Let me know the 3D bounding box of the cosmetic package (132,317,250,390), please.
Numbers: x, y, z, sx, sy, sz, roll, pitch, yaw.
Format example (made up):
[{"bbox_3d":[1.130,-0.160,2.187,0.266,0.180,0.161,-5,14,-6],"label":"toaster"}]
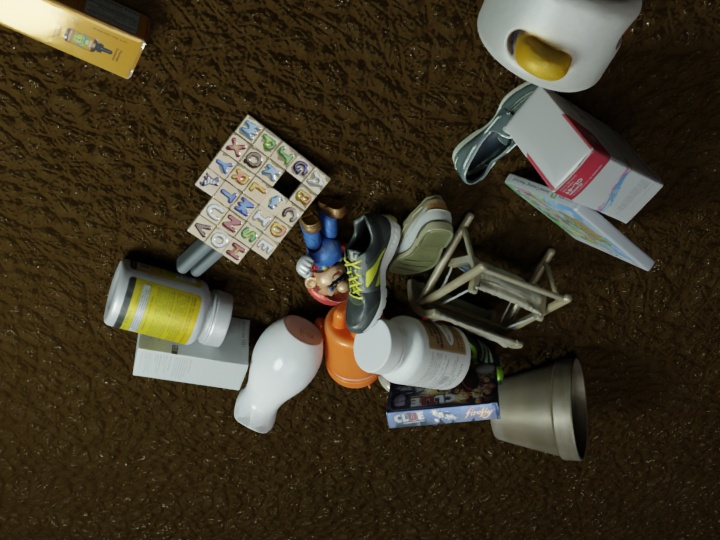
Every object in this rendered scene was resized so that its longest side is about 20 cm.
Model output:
[{"bbox_3d":[-0.302,0.137,1.529,0.197,0.114,0.082,8,135,-16],"label":"cosmetic package"}]

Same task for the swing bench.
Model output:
[{"bbox_3d":[0.217,0.038,1.466,0.197,0.131,0.201,19,130,-25],"label":"swing bench"}]

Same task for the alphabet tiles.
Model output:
[{"bbox_3d":[-0.168,-0.111,1.299,0.166,0.008,0.201,35,102,-27],"label":"alphabet tiles"}]

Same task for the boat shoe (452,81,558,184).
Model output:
[{"bbox_3d":[0.220,-0.203,1.267,0.072,0.062,0.199,32,123,-29],"label":"boat shoe"}]

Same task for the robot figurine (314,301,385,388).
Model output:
[{"bbox_3d":[-0.011,0.134,1.553,0.141,0.118,0.202,-4,135,-5],"label":"robot figurine"}]

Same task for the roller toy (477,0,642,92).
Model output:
[{"bbox_3d":[0.245,-0.318,1.063,0.180,0.202,0.141,-7,142,-29],"label":"roller toy"}]

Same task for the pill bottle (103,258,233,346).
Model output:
[{"bbox_3d":[-0.324,0.060,1.445,0.197,0.115,0.115,17,132,-21],"label":"pill bottle"}]

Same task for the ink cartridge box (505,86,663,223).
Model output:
[{"bbox_3d":[0.321,-0.163,1.216,0.198,0.149,0.086,16,125,-43],"label":"ink cartridge box"}]

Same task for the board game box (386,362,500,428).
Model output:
[{"bbox_3d":[0.150,0.223,1.529,0.196,0.136,0.035,-7,114,10],"label":"board game box"}]

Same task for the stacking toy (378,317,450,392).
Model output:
[{"bbox_3d":[0.107,0.145,1.608,0.084,0.086,0.201,14,126,-19],"label":"stacking toy"}]

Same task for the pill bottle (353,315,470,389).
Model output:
[{"bbox_3d":[0.088,0.139,1.452,0.198,0.116,0.114,14,135,-43],"label":"pill bottle"}]

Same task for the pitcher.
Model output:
[{"bbox_3d":[-0.150,0.170,1.557,0.120,0.172,0.201,25,115,-17],"label":"pitcher"}]

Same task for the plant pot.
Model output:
[{"bbox_3d":[0.356,0.279,1.705,0.171,0.202,0.201,-5,139,24],"label":"plant pot"}]

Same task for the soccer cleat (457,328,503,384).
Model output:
[{"bbox_3d":[0.210,0.153,1.614,0.067,0.082,0.200,-22,137,26],"label":"soccer cleat"}]

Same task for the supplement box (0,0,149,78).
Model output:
[{"bbox_3d":[-0.374,-0.325,1.083,0.198,0.069,0.067,22,131,-24],"label":"supplement box"}]

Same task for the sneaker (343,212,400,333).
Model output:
[{"bbox_3d":[0.000,0.000,1.378,0.074,0.203,0.084,10,176,42],"label":"sneaker"}]

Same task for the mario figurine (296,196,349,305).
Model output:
[{"bbox_3d":[-0.043,-0.016,1.403,0.121,0.107,0.202,-7,134,0],"label":"mario figurine"}]

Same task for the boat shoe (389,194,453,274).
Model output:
[{"bbox_3d":[0.101,-0.054,1.404,0.074,0.070,0.200,6,156,-19],"label":"boat shoe"}]

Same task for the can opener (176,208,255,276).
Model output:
[{"bbox_3d":[-0.234,-0.056,1.382,0.052,0.067,0.200,16,140,-35],"label":"can opener"}]

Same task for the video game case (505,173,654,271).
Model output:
[{"bbox_3d":[0.343,-0.077,1.337,0.199,0.182,0.022,32,92,-32],"label":"video game case"}]
